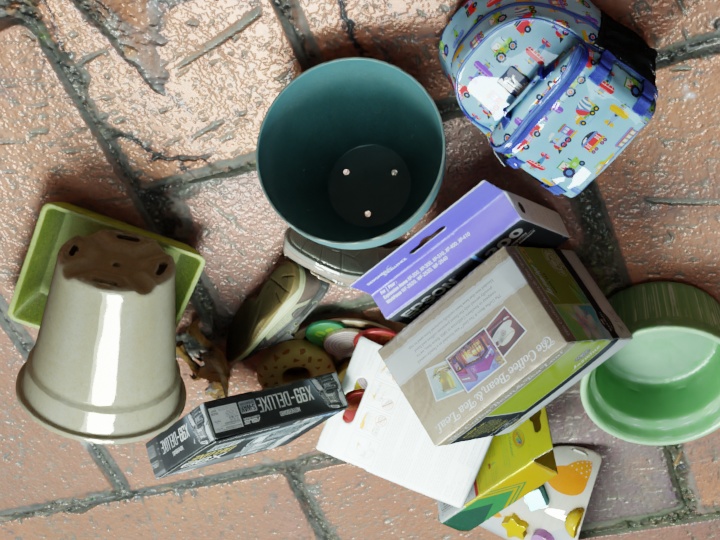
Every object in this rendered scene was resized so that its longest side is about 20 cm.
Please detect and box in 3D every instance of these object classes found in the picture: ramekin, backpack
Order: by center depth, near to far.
[{"bbox_3d":[0.182,-0.198,1.470,0.199,0.135,0.183,34,125,-19],"label":"backpack"},{"bbox_3d":[0.362,0.108,1.742,0.198,0.098,0.201,2,131,2],"label":"ramekin"}]

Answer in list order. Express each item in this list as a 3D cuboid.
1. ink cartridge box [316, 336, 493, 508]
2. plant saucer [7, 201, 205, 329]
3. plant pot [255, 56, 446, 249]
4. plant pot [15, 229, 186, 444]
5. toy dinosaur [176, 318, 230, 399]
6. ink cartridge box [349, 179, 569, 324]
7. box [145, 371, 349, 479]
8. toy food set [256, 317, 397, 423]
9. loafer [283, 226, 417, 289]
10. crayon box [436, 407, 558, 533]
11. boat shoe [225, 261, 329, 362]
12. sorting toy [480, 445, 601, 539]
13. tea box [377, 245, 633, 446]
[{"bbox_3d":[0.065,0.185,1.789,0.199,0.050,0.163,22,104,2],"label":"ink cartridge box"},{"bbox_3d":[-0.305,0.008,1.742,0.198,0.048,0.201,19,129,-12],"label":"plant saucer"},{"bbox_3d":[-0.001,-0.109,1.544,0.198,0.202,0.135,-4,166,8],"label":"plant pot"},{"bbox_3d":[-0.287,0.063,1.649,0.199,0.201,0.185,10,120,-4],"label":"plant pot"},{"bbox_3d":[-0.183,0.115,1.788,0.106,0.060,0.200,43,170,5],"label":"toy dinosaur"},{"bbox_3d":[0.115,-0.010,1.610,0.198,0.044,0.199,-38,154,21],"label":"ink cartridge box"},{"bbox_3d":[-0.138,0.186,1.738,0.199,0.050,0.157,-10,163,-39],"label":"box"},{"bbox_3d":[-0.015,0.134,1.828,0.197,0.049,0.200,-28,123,26],"label":"toy food set"},{"bbox_3d":[0.000,0.000,1.700,0.198,0.072,0.063,13,138,-11],"label":"loafer"},{"bbox_3d":[0.178,0.232,1.842,0.051,0.128,0.200,28,129,-32],"label":"crayon box"},{"bbox_3d":[-0.103,0.060,1.748,0.064,0.074,0.200,14,147,-25],"label":"boat shoe"},{"bbox_3d":[0.217,0.323,1.960,0.179,0.107,0.201,17,133,16],"label":"sorting toy"},{"bbox_3d":[0.165,0.084,1.625,0.200,0.134,0.196,-41,161,23],"label":"tea box"}]
